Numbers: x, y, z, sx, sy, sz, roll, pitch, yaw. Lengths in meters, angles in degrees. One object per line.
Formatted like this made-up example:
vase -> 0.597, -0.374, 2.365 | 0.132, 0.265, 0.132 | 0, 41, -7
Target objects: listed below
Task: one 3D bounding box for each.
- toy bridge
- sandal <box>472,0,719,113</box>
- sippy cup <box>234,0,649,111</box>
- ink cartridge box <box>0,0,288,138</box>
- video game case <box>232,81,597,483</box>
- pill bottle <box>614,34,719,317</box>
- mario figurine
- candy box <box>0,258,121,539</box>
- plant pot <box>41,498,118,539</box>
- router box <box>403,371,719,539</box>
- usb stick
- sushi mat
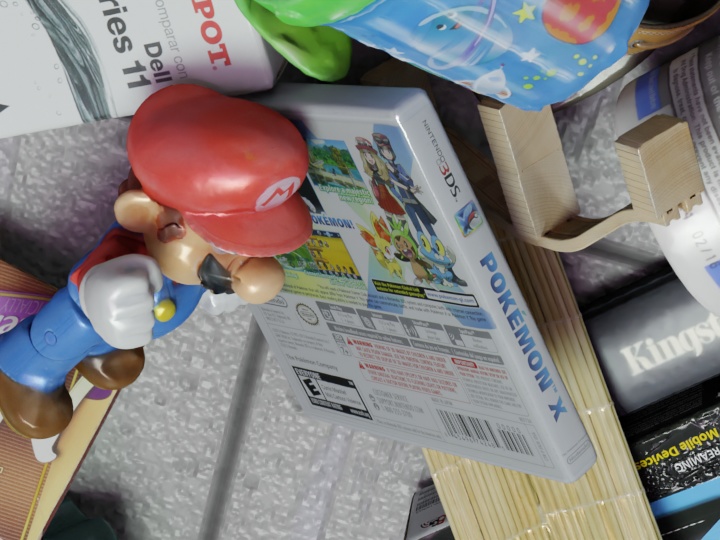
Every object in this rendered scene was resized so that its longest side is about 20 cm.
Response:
toy bridge -> 0.070, -0.044, 0.977 | 0.027, 0.200, 0.068 | -31, 117, -24
sandal -> 0.125, -0.123, 0.976 | 0.199, 0.055, 0.082 | -23, 112, 22
sippy cup -> 0.041, -0.131, 0.905 | 0.130, 0.178, 0.140 | 30, 84, -32
ink cartridge box -> -0.137, -0.139, 0.999 | 0.199, 0.083, 0.147 | -10, 117, 15
video game case -> 0.000, 0.000, 1.019 | 0.200, 0.022, 0.183 | 10, 132, 55
pill bottle -> 0.215, -0.068, 0.956 | 0.199, 0.114, 0.114 | -27, 111, 23
mario figurine -> -0.078, 0.010, 0.989 | 0.106, 0.124, 0.200 | 23, 138, -20
candy box -> -0.214, 0.037, 1.096 | 0.199, 0.056, 0.117 | 29, 80, -5
plant pot -> -0.186, 0.226, 1.163 | 0.199, 0.200, 0.197 | 4, 111, 9
router box -> 0.143, 0.135, 1.118 | 0.199, 0.051, 0.150 | -27, 111, 21
usb stick -> 0.145, 0.026, 1.065 | 0.199, 0.033, 0.056 | -26, 93, 22
sushi mat -> 0.073, 0.076, 1.073 | 0.095, 0.012, 0.201 | -21, 87, 24
